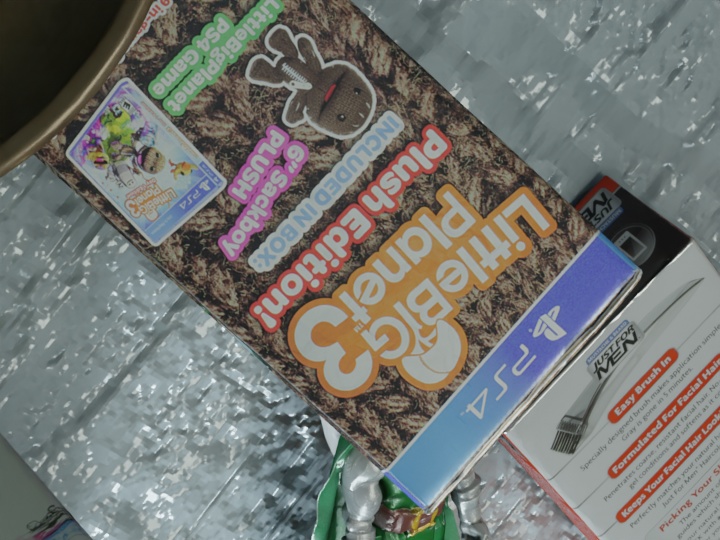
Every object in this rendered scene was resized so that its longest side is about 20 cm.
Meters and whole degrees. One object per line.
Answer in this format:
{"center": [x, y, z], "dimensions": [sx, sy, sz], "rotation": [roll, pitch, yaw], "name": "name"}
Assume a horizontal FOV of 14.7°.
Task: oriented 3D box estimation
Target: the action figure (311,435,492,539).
{"center": [0.014, 0.106, 1.117], "dimensions": [0.118, 0.055, 0.201], "rotation": [-29, 145, -33], "name": "action figure"}

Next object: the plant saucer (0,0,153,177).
{"center": [-0.140, -0.103, 0.801], "dimensions": [0.200, 0.200, 0.029], "rotation": [-47, 156, -1], "name": "plant saucer"}

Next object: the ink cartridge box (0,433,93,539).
{"center": [-0.141, 0.162, 0.959], "dimensions": [0.147, 0.200, 0.145], "rotation": [-34, 133, -13], "name": "ink cartridge box"}

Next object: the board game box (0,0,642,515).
{"center": [-0.025, -0.033, 0.885], "dimensions": [0.200, 0.159, 0.097], "rotation": [42, 90, -5], "name": "board game box"}

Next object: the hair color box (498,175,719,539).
{"center": [0.126, 0.064, 1.189], "dimensions": [0.111, 0.064, 0.200], "rotation": [-45, 136, -4], "name": "hair color box"}

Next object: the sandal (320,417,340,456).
{"center": [-0.006, 0.005, 1.061], "dimensions": [0.079, 0.059, 0.207], "rotation": [-36, 155, -24], "name": "sandal"}
